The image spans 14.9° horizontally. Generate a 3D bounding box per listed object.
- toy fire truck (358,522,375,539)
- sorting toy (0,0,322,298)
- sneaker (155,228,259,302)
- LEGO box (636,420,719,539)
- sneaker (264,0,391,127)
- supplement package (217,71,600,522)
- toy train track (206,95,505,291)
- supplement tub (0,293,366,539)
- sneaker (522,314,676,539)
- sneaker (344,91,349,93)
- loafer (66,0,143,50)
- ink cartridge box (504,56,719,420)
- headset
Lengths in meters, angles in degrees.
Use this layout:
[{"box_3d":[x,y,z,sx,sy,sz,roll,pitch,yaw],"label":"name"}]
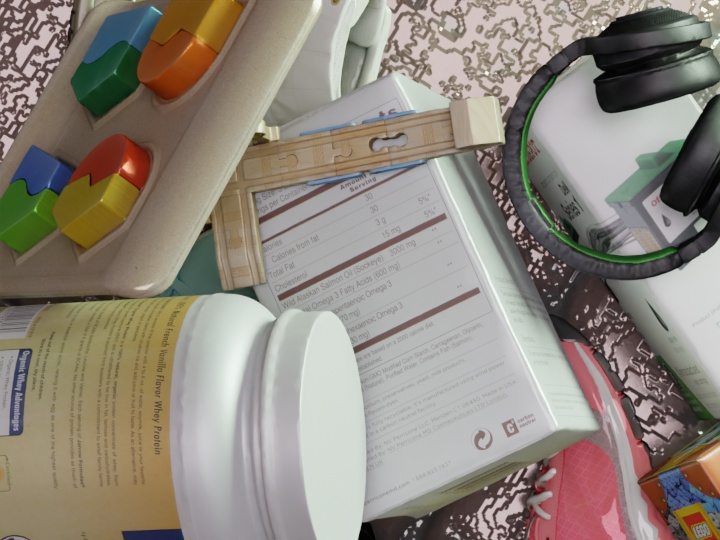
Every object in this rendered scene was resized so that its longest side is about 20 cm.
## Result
[{"box_3d":[-0.100,0.165,1.456,0.200,0.129,0.176,-28,115,4],"label":"toy fire truck"},{"box_3d":[-0.121,-0.070,1.376,0.036,0.200,0.185,38,70,-30],"label":"sorting toy"},{"box_3d":[-0.114,0.061,1.504,0.074,0.082,0.200,34,86,0],"label":"sneaker"},{"box_3d":[0.273,0.118,1.478,0.200,0.077,0.149,-33,89,-25],"label":"LEGO box"},{"box_3d":[-0.033,-0.166,1.500,0.115,0.074,0.201,-3,84,28],"label":"sneaker"},{"box_3d":[0.023,0.016,1.420,0.117,0.117,0.200,-26,79,13],"label":"supplement package"},{"box_3d":[-0.029,-0.057,1.361,0.200,0.033,0.115,-10,81,16],"label":"toy train track"},{"box_3d":[-0.107,0.085,1.322,0.200,0.144,0.145,-3,86,14],"label":"supplement tub"},{"box_3d":[0.121,0.124,1.510,0.087,0.074,0.200,-21,87,-1],"label":"sneaker"},{"box_3d":[0.000,0.000,1.523,0.078,0.075,0.200,-23,79,6],"label":"sneaker"},{"box_3d":[-0.130,-0.095,1.520,0.067,0.076,0.200,5,89,-8],"label":"loafer"},{"box_3d":[0.166,-0.024,1.484,0.084,0.146,0.200,-36,87,-3],"label":"ink cartridge box"},{"box_3d":[0.166,-0.081,1.391,0.200,0.094,0.124,-34,91,12],"label":"headset"}]
